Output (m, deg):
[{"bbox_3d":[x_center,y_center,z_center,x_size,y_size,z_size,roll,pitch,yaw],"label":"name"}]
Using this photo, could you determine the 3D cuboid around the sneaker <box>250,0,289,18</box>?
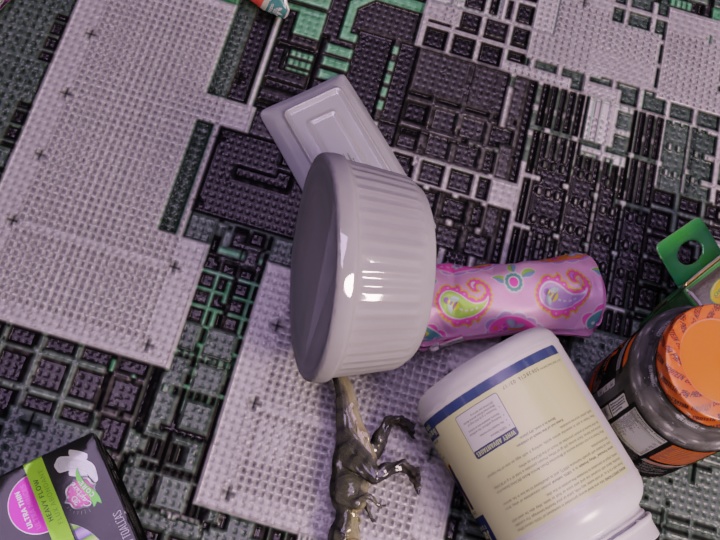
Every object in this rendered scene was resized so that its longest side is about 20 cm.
[{"bbox_3d":[-0.062,-0.360,1.092,0.093,0.070,0.201,39,67,-10],"label":"sneaker"}]

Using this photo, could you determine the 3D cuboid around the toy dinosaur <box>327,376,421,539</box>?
[{"bbox_3d":[0.009,0.168,0.908,0.087,0.048,0.203,-3,67,0],"label":"toy dinosaur"}]

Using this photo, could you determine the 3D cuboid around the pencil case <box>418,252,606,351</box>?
[{"bbox_3d":[0.130,0.031,0.949,0.197,0.088,0.089,-4,70,-8],"label":"pencil case"}]

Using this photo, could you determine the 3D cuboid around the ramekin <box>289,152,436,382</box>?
[{"bbox_3d":[0.000,0.000,0.892,0.093,0.203,0.206,5,69,-14],"label":"ramekin"}]

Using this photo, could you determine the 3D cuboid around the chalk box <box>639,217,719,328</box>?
[{"bbox_3d":[0.360,0.046,0.951,0.124,0.124,0.201,-32,75,-15],"label":"chalk box"}]

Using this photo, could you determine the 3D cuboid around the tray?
[{"bbox_3d":[-0.013,-0.107,1.019,0.106,0.022,0.202,-26,75,-14],"label":"tray"}]

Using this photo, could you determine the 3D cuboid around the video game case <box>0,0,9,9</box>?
[{"bbox_3d":[-0.444,-0.334,1.047,0.180,0.036,0.201,35,70,8],"label":"video game case"}]

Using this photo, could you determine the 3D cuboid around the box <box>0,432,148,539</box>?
[{"bbox_3d":[-0.271,0.250,0.801,0.198,0.125,0.150,-24,72,-14],"label":"box"}]

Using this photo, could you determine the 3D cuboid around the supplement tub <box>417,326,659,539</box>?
[{"bbox_3d":[0.154,0.168,0.869,0.143,0.145,0.202,-25,74,-15],"label":"supplement tub"}]

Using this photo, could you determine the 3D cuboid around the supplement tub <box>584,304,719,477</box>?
[{"bbox_3d":[0.275,0.108,0.875,0.120,0.200,0.124,2,69,-6],"label":"supplement tub"}]
